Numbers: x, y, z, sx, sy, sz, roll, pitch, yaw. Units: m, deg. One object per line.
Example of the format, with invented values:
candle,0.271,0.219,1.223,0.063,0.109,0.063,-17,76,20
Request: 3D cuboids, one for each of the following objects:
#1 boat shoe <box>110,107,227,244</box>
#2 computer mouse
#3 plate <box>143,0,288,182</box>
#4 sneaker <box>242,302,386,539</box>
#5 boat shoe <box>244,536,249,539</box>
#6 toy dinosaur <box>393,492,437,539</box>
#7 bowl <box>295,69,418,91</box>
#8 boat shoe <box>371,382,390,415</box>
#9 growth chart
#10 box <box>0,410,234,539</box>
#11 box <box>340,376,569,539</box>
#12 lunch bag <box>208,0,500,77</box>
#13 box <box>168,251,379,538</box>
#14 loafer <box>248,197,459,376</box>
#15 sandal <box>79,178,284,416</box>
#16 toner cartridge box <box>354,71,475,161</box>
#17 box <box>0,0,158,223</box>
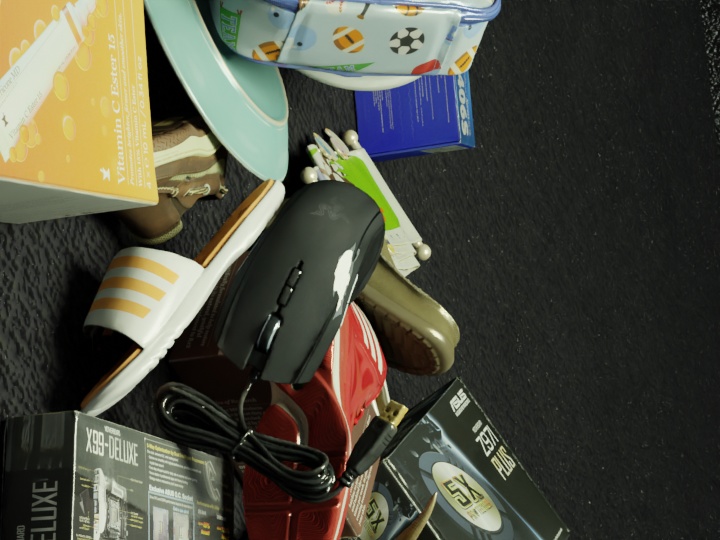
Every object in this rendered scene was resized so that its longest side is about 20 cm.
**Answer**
boat shoe,-0.128,-0.053,1.126,0.202,0.074,0.076,-33,120,-66
computer mouse,-0.024,0.038,1.100,0.201,0.140,0.046,-56,168,-19
plate,-0.092,-0.153,1.213,0.201,0.025,0.201,56,16,-25
sneaker,-0.015,0.104,1.171,0.115,0.078,0.202,27,64,-59
boat shoe,-0.040,0.268,1.251,0.091,0.070,0.202,-43,124,-66
toy dinosaur,0.002,0.235,1.269,0.058,0.200,0.102,-10,67,-31
bowl,0.004,-0.242,1.330,0.090,0.199,0.203,138,-43,-64
boat shoe,-0.005,0.036,1.403,0.071,0.069,0.202,6,78,-67
growth chart,0.002,-0.047,1.423,0.145,0.018,0.200,56,16,-3
box,-0.138,0.178,1.061,0.200,0.049,0.159,30,56,-63
box,0.067,0.200,1.435,0.164,0.086,0.200,54,25,0
lunch bag,-0.013,-0.208,1.204,0.076,0.198,0.161,118,-31,-45
box,-0.054,0.090,1.267,0.101,0.074,0.201,-73,150,-43
loafer,0.000,0.000,1.266,0.067,0.199,0.076,-41,147,-22
sandal,-0.123,0.005,1.105,0.059,0.079,0.207,41,55,-8
toner cartridge box,0.041,-0.200,1.553,0.043,0.094,0.202,6,78,-68
box,-0.196,-0.097,0.933,0.200,0.097,0.126,6,79,-67
